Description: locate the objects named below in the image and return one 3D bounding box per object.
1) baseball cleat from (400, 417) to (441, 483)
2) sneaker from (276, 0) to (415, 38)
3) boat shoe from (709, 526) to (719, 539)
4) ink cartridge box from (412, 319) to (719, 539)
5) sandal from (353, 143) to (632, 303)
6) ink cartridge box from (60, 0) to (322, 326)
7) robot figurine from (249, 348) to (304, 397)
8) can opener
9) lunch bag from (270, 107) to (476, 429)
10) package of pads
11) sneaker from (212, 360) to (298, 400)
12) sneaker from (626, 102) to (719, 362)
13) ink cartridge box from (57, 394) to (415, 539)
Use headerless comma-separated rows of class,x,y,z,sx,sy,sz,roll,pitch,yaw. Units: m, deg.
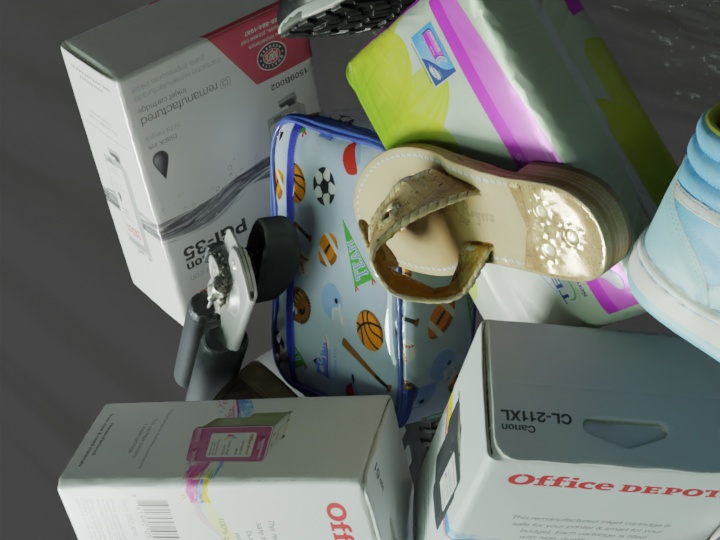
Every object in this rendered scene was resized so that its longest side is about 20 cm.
baseball cleat,0.043,0.101,0.987,0.106,0.070,0.201,-4,115,61
sneaker,0.005,-0.191,0.773,0.200,0.075,0.088,-21,79,63
boat shoe,0.236,0.166,0.645,0.199,0.093,0.075,-2,118,44
ink cartridge box,0.117,0.116,0.777,0.200,0.145,0.083,105,168,-55
sandal,0.037,-0.017,0.715,0.211,0.069,0.078,5,120,53
ink cartridge box,-0.100,-0.084,0.956,0.083,0.146,0.201,35,146,44
robot figurine,-0.022,0.150,1.095,0.201,0.124,0.150,57,143,4
can opener,-0.084,0.038,0.921,0.200,0.066,0.053,118,137,-54
lunch bag,0.000,0.000,0.898,0.160,0.075,0.201,22,116,47
package of pads,0.085,-0.060,0.748,0.201,0.068,0.154,60,153,-1
sneaker,-0.032,0.150,0.958,0.200,0.076,0.070,47,175,-19
sneaker,0.211,-0.002,0.585,0.199,0.079,0.131,31,133,25
ink cartridge box,-0.065,0.160,0.872,0.199,0.085,0.145,-2,122,19
